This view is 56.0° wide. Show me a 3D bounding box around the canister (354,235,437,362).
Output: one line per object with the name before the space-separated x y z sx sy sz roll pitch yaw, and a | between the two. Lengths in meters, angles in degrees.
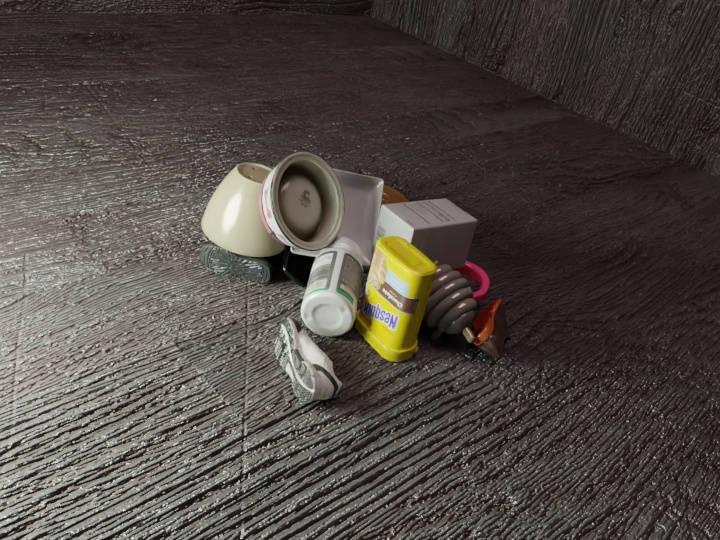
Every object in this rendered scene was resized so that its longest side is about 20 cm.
canister | 0.068 0.053 1.340 0.085 0.204 0.148 -11 39 -37

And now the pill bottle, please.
pill bottle | -0.052 0.028 1.395 0.110 0.115 0.202 13 39 -1

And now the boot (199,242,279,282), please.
boot | -0.256 -0.061 1.520 0.161 0.067 0.202 20 34 -6

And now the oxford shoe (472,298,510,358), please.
oxford shoe | 0.288 0.126 1.467 0.073 0.071 0.200 46 31 -2

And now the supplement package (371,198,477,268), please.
supplement package | 0.142 -0.075 1.510 0.196 0.124 0.119 -9 35 -36

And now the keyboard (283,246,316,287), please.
keyboard | -0.133 -0.041 1.535 0.104 0.039 0.203 41 39 -30

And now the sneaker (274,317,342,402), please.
sneaker | -0.099 0.165 1.240 0.079 0.075 0.201 10 33 -35

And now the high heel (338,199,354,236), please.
high heel | -0.031 -0.065 1.620 0.070 0.145 0.200 24 -11 31

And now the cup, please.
cup | -0.235 -0.146 1.470 0.195 0.146 0.202 16 28 -8

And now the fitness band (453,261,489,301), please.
fitness band | 0.199 0.010 1.547 0.195 0.038 0.145 17 31 3

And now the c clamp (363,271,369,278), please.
c clamp | 0.000 0.000 1.568 0.194 0.028 0.172 4 26 -8

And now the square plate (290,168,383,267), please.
square plate | -0.052 -0.123 1.518 0.193 0.206 0.028 10 -7 -16

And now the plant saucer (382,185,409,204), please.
plant saucer | 0.052 -0.174 1.723 0.195 0.036 0.202 14 31 -9

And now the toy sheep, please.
toy sheep | 0.176 0.067 1.410 0.136 0.139 0.201 -21 67 -44

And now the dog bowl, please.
dog bowl | -0.127 -0.139 1.410 0.073 0.206 0.198 -7 9 46
